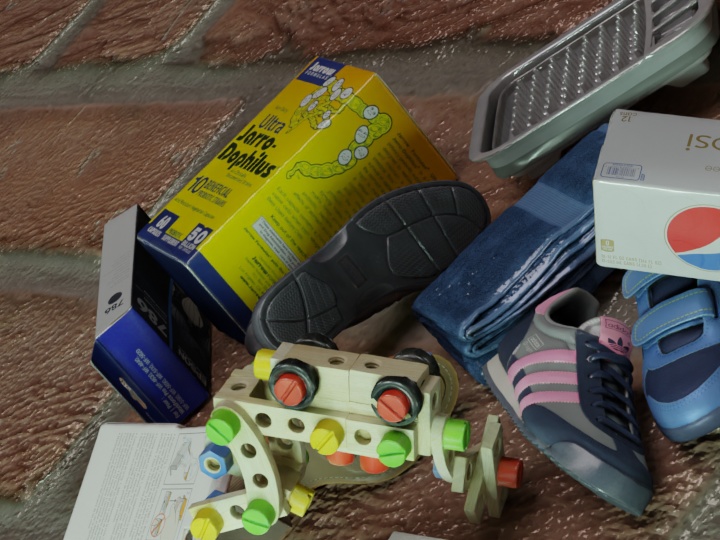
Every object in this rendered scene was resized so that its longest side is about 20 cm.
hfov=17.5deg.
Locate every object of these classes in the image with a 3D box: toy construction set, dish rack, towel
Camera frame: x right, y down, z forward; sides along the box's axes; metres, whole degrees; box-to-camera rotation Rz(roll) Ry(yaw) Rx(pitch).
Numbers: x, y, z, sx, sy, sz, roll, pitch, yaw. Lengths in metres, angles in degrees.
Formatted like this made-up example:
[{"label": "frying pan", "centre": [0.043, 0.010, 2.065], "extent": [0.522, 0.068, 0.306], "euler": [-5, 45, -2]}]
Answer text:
[{"label": "toy construction set", "centre": [-0.005, 0.103, 1.361], "extent": [0.199, 0.132, 0.092], "euler": [1, 27, 5]}, {"label": "dish rack", "centre": [0.170, -0.138, 1.638], "extent": [0.200, 0.044, 0.172], "euler": [-32, 18, 18]}, {"label": "towel", "centre": [0.124, -0.021, 1.519], "extent": [0.200, 0.049, 0.112], "euler": [-43, 25, -4]}]

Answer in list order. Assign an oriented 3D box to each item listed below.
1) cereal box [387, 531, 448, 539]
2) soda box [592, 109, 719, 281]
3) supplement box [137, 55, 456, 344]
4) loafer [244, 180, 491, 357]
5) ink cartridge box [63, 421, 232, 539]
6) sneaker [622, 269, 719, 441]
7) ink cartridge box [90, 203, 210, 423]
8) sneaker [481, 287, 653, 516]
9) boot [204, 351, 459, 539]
[{"label": "cereal box", "centre": [0.017, 0.236, 1.289], "extent": [0.144, 0.040, 0.200], "euler": [1, 48, 52]}, {"label": "soda box", "centre": [0.230, -0.034, 1.287], "extent": [0.199, 0.068, 0.064], "euler": [8, 46, 16]}, {"label": "supplement box", "centre": [-0.048, -0.048, 1.739], "extent": [0.200, 0.110, 0.109], "euler": [-45, 27, -10]}, {"label": "loafer", "centre": [0.000, 0.000, 1.619], "extent": [0.200, 0.072, 0.063], "euler": [-32, 0, -25]}, {"label": "ink cartridge box", "centre": [-0.135, 0.196, 1.481], "extent": [0.176, 0.045, 0.201], "euler": [-5, 63, 52]}, {"label": "sneaker", "centre": [0.187, 0.016, 1.357], "extent": [0.074, 0.082, 0.200], "euler": [-25, 32, 26]}, {"label": "ink cartridge box", "centre": [-0.155, 0.039, 1.759], "extent": [0.039, 0.100, 0.200], "euler": [-31, 28, 16]}, {"label": "sneaker", "centre": [0.131, 0.068, 1.351], "extent": [0.082, 0.070, 0.200], "euler": [-52, 26, 8]}, {"label": "boot", "centre": [-0.032, 0.094, 1.546], "extent": [0.200, 0.074, 0.155], "euler": [-35, 22, 6]}]
